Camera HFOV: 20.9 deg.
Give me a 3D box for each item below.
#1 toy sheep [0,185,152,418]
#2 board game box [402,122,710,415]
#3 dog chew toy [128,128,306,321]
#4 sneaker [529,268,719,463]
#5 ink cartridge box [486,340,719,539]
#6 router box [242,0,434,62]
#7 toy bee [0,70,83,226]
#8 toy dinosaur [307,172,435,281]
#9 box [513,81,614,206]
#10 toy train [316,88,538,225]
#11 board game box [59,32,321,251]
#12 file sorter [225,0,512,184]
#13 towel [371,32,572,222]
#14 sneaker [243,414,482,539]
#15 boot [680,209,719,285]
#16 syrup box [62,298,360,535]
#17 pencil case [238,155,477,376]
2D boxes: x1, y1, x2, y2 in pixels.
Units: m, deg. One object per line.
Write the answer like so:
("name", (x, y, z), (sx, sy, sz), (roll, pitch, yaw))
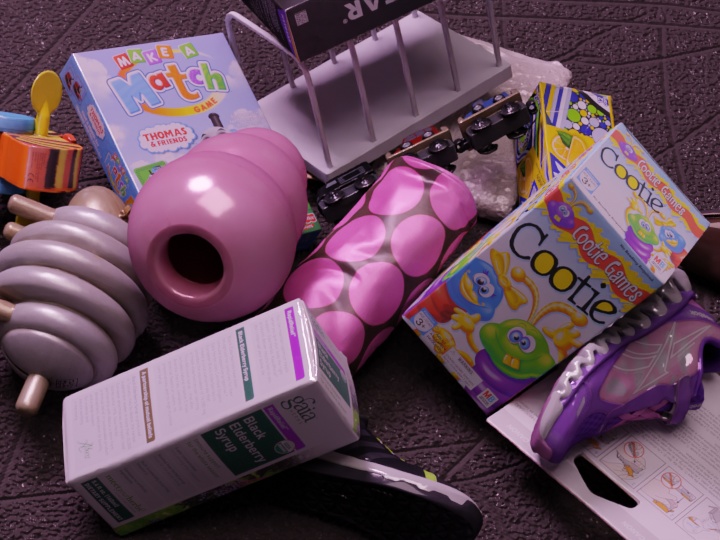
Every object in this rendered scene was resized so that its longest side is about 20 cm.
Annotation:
("toy sheep", (-0.224, 0.022, 1.483), (0.137, 0.138, 0.201), (15, 63, 7))
("board game box", (0.144, 0.001, 1.460), (0.105, 0.200, 0.103), (48, 39, -1))
("dog chew toy", (-0.096, -0.046, 1.473), (0.124, 0.125, 0.200), (16, 29, 8))
("sneaker", (0.207, 0.083, 1.450), (0.088, 0.081, 0.200), (43, 56, 13))
("ink cartridge box", (0.220, 0.140, 1.477), (0.176, 0.045, 0.200), (-33, 59, -30))
("router box", (0.000, -0.261, 1.600), (0.199, 0.052, 0.157), (-26, 39, -13))
("toy bee", (-0.269, -0.103, 1.603), (0.108, 0.132, 0.200), (2, 32, -37))
("toy dinosaur", (0.019, -0.051, 1.616), (0.106, 0.061, 0.200), (-30, 57, -26))
("box", (0.174, -0.055, 1.610), (0.070, 0.064, 0.201), (9, 53, -16))
("toy train", (0.053, -0.094, 1.599), (0.199, 0.034, 0.046), (-27, 33, -7))
("board game box", (-0.138, -0.096, 1.595), (0.150, 0.037, 0.201), (-13, 66, -36))
("file sorter", (0.002, -0.194, 1.661), (0.199, 0.125, 0.139), (-32, 41, -20))
("towel", (0.100, -0.129, 1.710), (0.132, 0.035, 0.201), (17, 49, 10))
("sneaker", (0.001, 0.138, 1.438), (0.199, 0.072, 0.083), (18, 48, 10))
("boot", (0.318, 0.048, 1.548), (0.185, 0.065, 0.201), (12, 45, 3))
("syrup box", (-0.107, 0.106, 1.396), (0.199, 0.079, 0.082), (-22, 47, 13))
("pencil case", (0.000, 0.000, 1.521), (0.093, 0.091, 0.200), (27, 65, 38))
